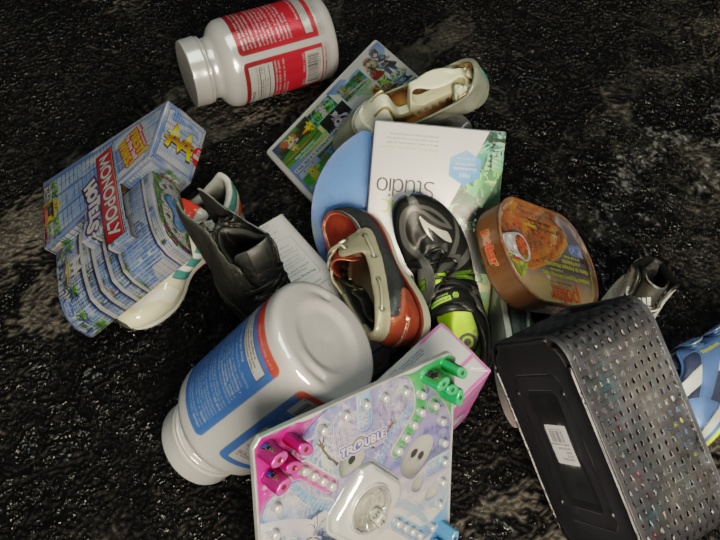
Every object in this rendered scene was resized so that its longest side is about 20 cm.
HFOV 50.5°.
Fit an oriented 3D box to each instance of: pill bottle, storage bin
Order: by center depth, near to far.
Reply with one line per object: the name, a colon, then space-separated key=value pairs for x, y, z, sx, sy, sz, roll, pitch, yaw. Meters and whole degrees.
storage bin: x=0.210 y=0.137 z=0.662 sx=0.092 sy=0.135 sz=0.204 roll=-22 pitch=89 yaw=-18
pill bottle: x=-0.090 y=0.107 z=0.665 sx=0.111 sy=0.199 sz=0.114 roll=32 pitch=37 yaw=-28
pill bottle: x=-0.136 y=-0.286 z=1.008 sx=0.197 sy=0.113 sz=0.113 roll=-21 pitch=57 yaw=-18

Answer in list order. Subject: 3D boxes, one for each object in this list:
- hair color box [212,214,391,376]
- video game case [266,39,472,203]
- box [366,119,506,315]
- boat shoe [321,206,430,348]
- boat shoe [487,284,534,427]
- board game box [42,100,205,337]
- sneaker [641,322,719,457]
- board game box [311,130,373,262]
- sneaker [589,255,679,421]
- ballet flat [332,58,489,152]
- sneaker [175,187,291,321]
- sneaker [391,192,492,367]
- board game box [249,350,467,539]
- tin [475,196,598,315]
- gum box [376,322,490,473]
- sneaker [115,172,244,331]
hair color box: x=-0.065 y=0.042 z=0.805 sx=0.099 sy=0.061 sz=0.200 roll=-31 pitch=61 yaw=-23
video game case: x=0.006 y=-0.157 z=0.925 sx=0.200 sy=0.022 sz=0.183 roll=-45 pitch=63 yaw=2
box: x=0.075 y=-0.053 z=0.822 sx=0.141 sy=0.036 sz=0.205 roll=5 pitch=97 yaw=1
boat shoe: x=0.000 y=0.000 z=0.758 sx=0.062 sy=0.072 sz=0.201 roll=6 pitch=36 yaw=-33
boat shoe: x=0.170 y=0.068 z=0.793 sx=0.060 sy=0.074 sz=0.203 roll=1 pitch=48 yaw=-2
board game box: x=-0.245 y=-0.070 z=0.804 sx=0.199 sy=0.061 sz=0.202 roll=-37 pitch=49 yaw=17
sneaker: x=0.357 y=0.095 z=0.783 sx=0.082 sy=0.075 sz=0.200 roll=32 pitch=57 yaw=22
board game box: x=0.042 y=-0.059 z=0.862 sx=0.196 sy=0.039 sz=0.161 roll=17 pitch=97 yaw=0
sneaker: x=0.258 y=0.060 z=0.776 sx=0.075 sy=0.116 sz=0.201 roll=27 pitch=57 yaw=16
ballet flat: x=0.049 y=-0.190 z=0.871 sx=0.196 sy=0.064 sz=0.069 roll=-19 pitch=67 yaw=14
sneaker: x=-0.095 y=0.013 z=0.722 sx=0.199 sy=0.105 sz=0.060 roll=39 pitch=61 yaw=23
sneaker: x=0.089 y=0.015 z=0.769 sx=0.069 sy=0.083 sz=0.203 roll=-20 pitch=90 yaw=4
board game box: x=0.008 y=0.186 z=0.595 sx=0.197 sy=0.204 sz=0.026 roll=-17 pitch=26 yaw=-37
tin: x=0.188 y=-0.010 z=0.801 sx=0.198 sy=0.042 sz=0.114 roll=11 pitch=56 yaw=-48
gum box: x=0.021 y=0.154 z=0.692 sx=0.199 sy=0.114 sz=0.066 roll=-38 pitch=69 yaw=-26
sneaker: x=-0.201 y=-0.029 z=0.829 sx=0.070 sy=0.094 sz=0.200 roll=29 pitch=57 yaw=18
